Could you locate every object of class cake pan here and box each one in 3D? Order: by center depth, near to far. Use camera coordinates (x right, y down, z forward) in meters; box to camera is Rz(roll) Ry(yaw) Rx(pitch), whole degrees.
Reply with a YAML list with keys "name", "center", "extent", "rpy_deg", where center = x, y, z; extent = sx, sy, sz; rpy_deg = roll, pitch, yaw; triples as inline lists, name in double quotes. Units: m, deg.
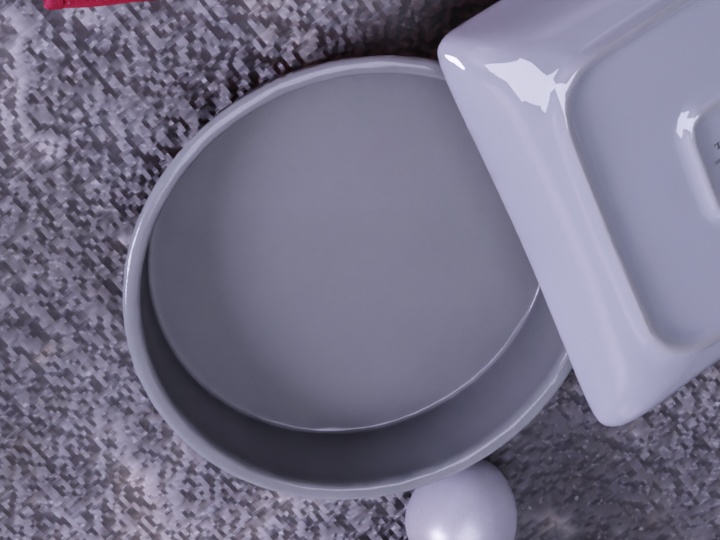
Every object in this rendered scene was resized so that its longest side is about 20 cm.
- name: "cake pan"
  center: [0.000, 0.000, 0.983]
  extent: [0.199, 0.037, 0.201]
  rpy_deg: [-5, 117, -10]

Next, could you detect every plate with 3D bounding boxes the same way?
- name: "plate"
  center: [0.152, -0.056, 0.967]
  extent: [0.199, 0.032, 0.200]
  rpy_deg: [-32, 120, -12]

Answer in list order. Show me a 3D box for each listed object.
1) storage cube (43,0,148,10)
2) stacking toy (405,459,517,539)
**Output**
- name: "storage cube"
  center: [-0.031, -0.203, 0.799]
  extent: [0.179, 0.171, 0.201]
  rpy_deg: [-5, 117, -10]
- name: "stacking toy"
  center: [0.023, 0.178, 1.041]
  extent: [0.146, 0.146, 0.201]
  rpy_deg: [18, 96, -20]
